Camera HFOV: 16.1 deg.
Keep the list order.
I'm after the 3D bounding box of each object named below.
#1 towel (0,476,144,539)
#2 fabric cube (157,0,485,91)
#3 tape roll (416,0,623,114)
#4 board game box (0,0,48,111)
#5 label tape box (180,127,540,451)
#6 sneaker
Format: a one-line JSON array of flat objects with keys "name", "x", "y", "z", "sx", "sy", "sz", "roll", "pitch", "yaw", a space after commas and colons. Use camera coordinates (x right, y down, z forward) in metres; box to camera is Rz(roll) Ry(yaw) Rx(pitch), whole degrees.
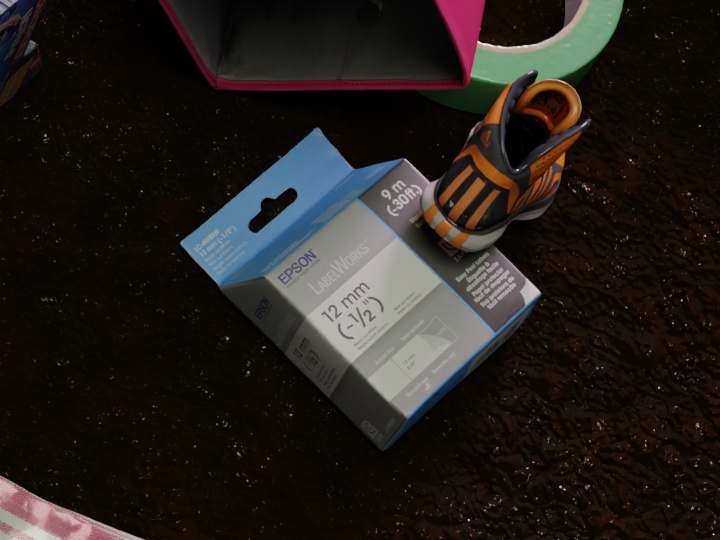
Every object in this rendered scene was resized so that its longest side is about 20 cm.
[{"name": "towel", "x": -0.213, "y": 0.233, "z": 1.563, "sx": 0.146, "sy": 0.030, "sz": 0.200, "roll": 24, "pitch": 61, "yaw": -3}, {"name": "fabric cube", "x": -0.023, "y": -0.256, "z": 1.719, "sx": 0.200, "sy": 0.196, "sz": 0.200, "roll": 2, "pitch": 60, "yaw": 20}, {"name": "tape roll", "x": 0.091, "y": -0.212, "z": 1.856, "sx": 0.200, "sy": 0.048, "sz": 0.201, "roll": 7, "pitch": 63, "yaw": -14}, {"name": "board game box", "x": -0.270, "y": -0.130, "z": 1.652, "sx": 0.062, "sy": 0.200, "sz": 0.200, "roll": 37, "pitch": 46, "yaw": 3}, {"name": "label tape box", "x": 0.000, "y": 0.000, "z": 1.717, "sx": 0.200, "sy": 0.066, "sz": 0.143, "roll": 46, "pitch": 61, "yaw": 6}, {"name": "sneaker", "x": 0.119, "y": -0.089, "z": 1.733, "sx": 0.078, "sy": 0.112, "sz": 0.200, "roll": 40, "pitch": 31, "yaw": -1}]
